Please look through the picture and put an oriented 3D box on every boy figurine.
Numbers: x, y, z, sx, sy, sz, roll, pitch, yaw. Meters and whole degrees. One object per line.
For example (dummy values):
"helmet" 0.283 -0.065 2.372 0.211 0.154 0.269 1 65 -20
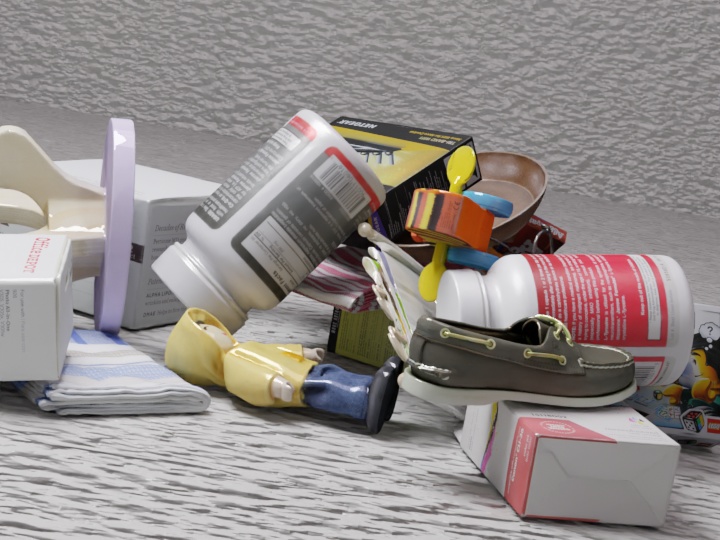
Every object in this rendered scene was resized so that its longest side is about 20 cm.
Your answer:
"boy figurine" -0.066 0.081 1.207 0.199 0.065 0.124 15 14 14

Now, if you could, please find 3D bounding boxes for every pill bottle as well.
"pill bottle" 0.169 0.042 1.210 0.199 0.113 0.112 0 12 -11
"pill bottle" -0.084 -0.038 1.286 0.114 0.200 0.114 46 -5 5

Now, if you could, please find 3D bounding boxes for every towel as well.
"towel" 0.000 0.000 1.390 0.146 0.030 0.200 17 16 37
"towel" -0.227 0.079 1.185 0.146 0.024 0.200 4 11 -33

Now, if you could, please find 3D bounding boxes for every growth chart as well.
"growth chart" 0.049 0.044 1.242 0.145 0.018 0.200 39 26 -43

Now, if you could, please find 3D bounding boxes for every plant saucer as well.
"plant saucer" 0.092 -0.061 1.432 0.199 0.035 0.200 -12 26 6

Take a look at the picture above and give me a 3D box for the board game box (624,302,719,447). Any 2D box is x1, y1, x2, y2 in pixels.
"board game box" 0.227 0.083 1.286 0.199 0.127 0.035 8 -19 -8

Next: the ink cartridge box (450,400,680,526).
"ink cartridge box" 0.151 0.129 1.120 0.116 0.068 0.200 6 10 -14

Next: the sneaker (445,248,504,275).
"sneaker" 0.115 0.007 1.539 0.077 0.078 0.200 3 -38 42

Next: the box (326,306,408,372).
"box" 0.064 0.067 1.373 0.199 0.076 0.050 15 11 33

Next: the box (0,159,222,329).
"box" -0.243 -0.034 1.485 0.198 0.131 0.200 14 11 28

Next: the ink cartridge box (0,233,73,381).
"ink cartridge box" -0.327 0.027 1.116 0.199 0.088 0.145 -2 15 -7

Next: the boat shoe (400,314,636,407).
"boat shoe" 0.128 0.066 1.089 0.201 0.061 0.072 2 13 -25

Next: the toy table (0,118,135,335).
"toy table" -0.269 -0.039 1.288 0.117 0.201 0.184 2 9 -15

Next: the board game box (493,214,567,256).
"board game box" 0.131 -0.010 1.578 0.103 0.020 0.200 24 -36 -14

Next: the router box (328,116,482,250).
"router box" -0.003 -0.092 1.450 0.157 0.052 0.200 -35 32 -33

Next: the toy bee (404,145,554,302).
"toy bee" 0.081 -0.030 1.274 0.108 0.131 0.200 11 -25 31
